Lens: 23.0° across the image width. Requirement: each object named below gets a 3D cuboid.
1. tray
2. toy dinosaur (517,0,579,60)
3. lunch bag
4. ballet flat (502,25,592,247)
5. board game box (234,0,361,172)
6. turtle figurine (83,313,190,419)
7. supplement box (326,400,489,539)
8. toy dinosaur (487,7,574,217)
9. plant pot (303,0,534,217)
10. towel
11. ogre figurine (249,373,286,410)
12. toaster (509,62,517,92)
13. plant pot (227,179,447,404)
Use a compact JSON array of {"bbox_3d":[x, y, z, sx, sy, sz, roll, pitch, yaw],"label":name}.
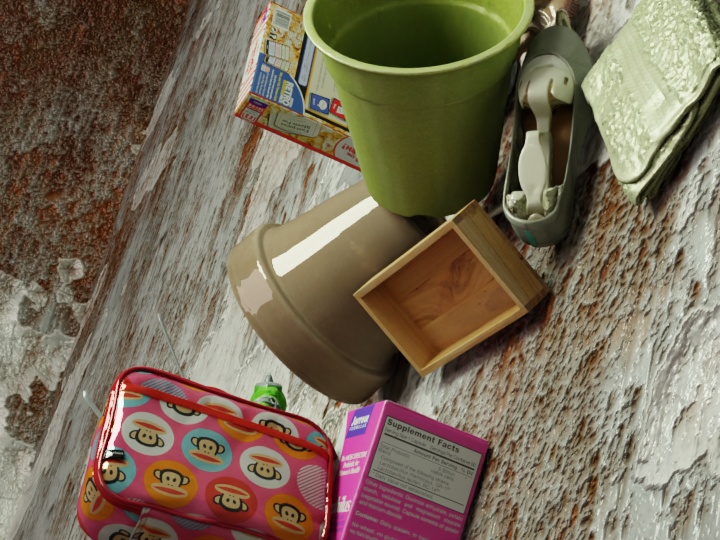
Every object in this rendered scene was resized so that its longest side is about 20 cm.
[{"bbox_3d":[0.076,0.019,1.532,0.037,0.099,0.200,-41,1,-32],"label":"tray"},{"bbox_3d":[0.166,-0.255,1.671,0.135,0.086,0.200,-27,37,-11],"label":"toy dinosaur"},{"bbox_3d":[-0.121,0.162,1.435,0.177,0.199,0.082,-86,19,-50],"label":"lunch bag"},{"bbox_3d":[0.156,-0.120,1.477,0.064,0.067,0.201,38,-125,-63],"label":"ballet flat"},{"bbox_3d":[-0.033,-0.201,2.005,0.046,0.199,0.152,-50,23,47],"label":"board game box"},{"bbox_3d":[-0.245,0.203,2.193,0.144,0.200,0.194,-28,47,2],"label":"turtle figurine"},{"bbox_3d":[0.018,0.219,1.447,0.101,0.103,0.201,-29,39,67],"label":"supplement box"},{"bbox_3d":[0.163,-0.129,1.561,0.088,0.047,0.201,-136,67,-77],"label":"toy dinosaur"},{"bbox_3d":[0.059,-0.155,1.581,0.200,0.199,0.191,-86,-9,-49],"label":"plant pot"},{"bbox_3d":[0.231,-0.153,1.379,0.149,0.036,0.200,-58,18,26],"label":"towel"},{"bbox_3d":[-0.103,0.196,1.862,0.120,0.098,0.201,-81,-23,-55],"label":"ogre figurine"},{"bbox_3d":[0.085,-0.195,1.782,0.200,0.113,0.129,-89,23,-48],"label":"toaster"},{"bbox_3d":[0.000,0.000,1.705,0.175,0.200,0.200,-41,24,17],"label":"plant pot"}]
